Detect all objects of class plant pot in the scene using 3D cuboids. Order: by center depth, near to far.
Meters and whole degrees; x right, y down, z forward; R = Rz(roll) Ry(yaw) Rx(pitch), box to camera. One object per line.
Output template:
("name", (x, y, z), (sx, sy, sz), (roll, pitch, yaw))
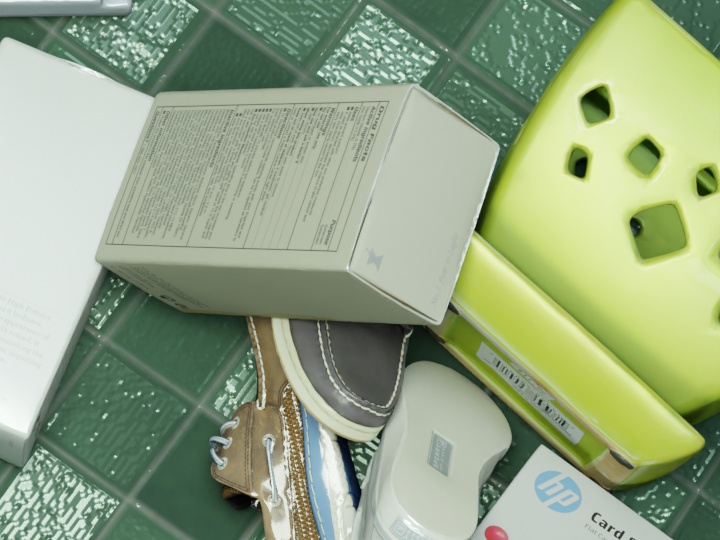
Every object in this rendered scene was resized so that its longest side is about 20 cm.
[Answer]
("plant pot", (0.143, 0.000, 1.560), (0.200, 0.199, 0.182), (42, 81, 4))

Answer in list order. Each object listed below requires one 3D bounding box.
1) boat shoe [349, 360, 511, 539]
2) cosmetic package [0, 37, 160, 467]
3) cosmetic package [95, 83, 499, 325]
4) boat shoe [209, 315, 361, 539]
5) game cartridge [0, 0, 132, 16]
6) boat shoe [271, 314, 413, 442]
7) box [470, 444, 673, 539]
("boat shoe", (0.031, 0.113, 1.538), (0.072, 0.200, 0.069), (32, 113, -11))
("cosmetic package", (-0.184, -0.010, 1.581), (0.101, 0.074, 0.201), (23, 72, -1))
("cosmetic package", (-0.035, -0.034, 1.505), (0.073, 0.199, 0.104), (32, 71, -39))
("boat shoe", (-0.042, 0.101, 1.568), (0.072, 0.072, 0.201), (-17, 68, 4))
("game cartridge", (-0.196, -0.237, 1.658), (0.133, 0.040, 0.201), (0, 75, -11))
("boat shoe", (0.000, 0.000, 1.560), (0.072, 0.065, 0.201), (29, 38, -23))
("box", (0.103, 0.200, 1.496), (0.156, 0.041, 0.200), (36, 44, 7))
